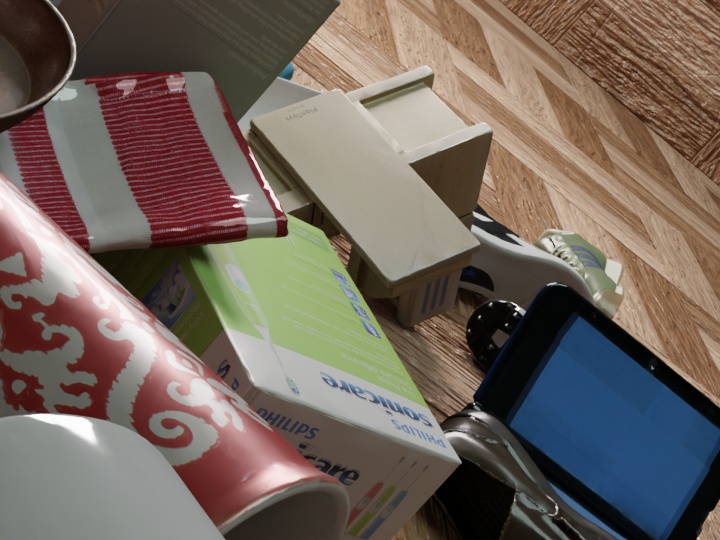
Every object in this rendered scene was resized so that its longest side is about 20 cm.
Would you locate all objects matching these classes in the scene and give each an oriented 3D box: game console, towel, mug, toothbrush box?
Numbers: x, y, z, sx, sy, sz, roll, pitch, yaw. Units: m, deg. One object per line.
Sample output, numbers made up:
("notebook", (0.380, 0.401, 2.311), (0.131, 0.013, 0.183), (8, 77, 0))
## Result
("game console", (0.170, 0.132, 1.181), (0.200, 0.118, 0.171), (37, 17, -16))
("towel", (-0.150, -0.054, 0.895), (0.200, 0.023, 0.144), (-5, 38, -20))
("mug", (-0.124, 0.076, 0.699), (0.133, 0.178, 0.200), (-29, 63, -35))
("toothbrush box", (-0.059, 0.043, 0.931), (0.146, 0.086, 0.200), (25, 22, -41))

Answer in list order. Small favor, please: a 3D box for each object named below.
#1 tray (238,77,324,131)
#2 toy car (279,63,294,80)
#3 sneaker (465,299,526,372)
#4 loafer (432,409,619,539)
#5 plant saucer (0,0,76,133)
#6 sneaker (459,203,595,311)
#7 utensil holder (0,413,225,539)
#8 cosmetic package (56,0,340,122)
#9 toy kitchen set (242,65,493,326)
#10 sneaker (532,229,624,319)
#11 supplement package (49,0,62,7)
("tray", (-0.069, -0.089, 1.294), (0.200, 0.022, 0.108), (11, 72, -61))
("toy car", (-0.102, -0.242, 1.353), (0.184, 0.200, 0.177), (43, 16, 4))
("sneaker", (0.169, 0.099, 1.355), (0.200, 0.066, 0.090), (47, 19, 24))
("loafer", (0.095, 0.165, 1.031), (0.200, 0.073, 0.071), (45, 25, 26))
("plant saucer", (-0.242, -0.113, 0.887), (0.200, 0.035, 0.200), (14, 31, -9))
("sneaker", (0.111, -0.020, 1.510), (0.200, 0.073, 0.112), (29, 22, -35))
("utensil holder", (-0.071, 0.160, 0.465), (0.170, 0.170, 0.200), (20, 25, -53))
("cosmetic package", (-0.117, -0.122, 1.020), (0.107, 0.200, 0.090), (36, 19, -30))
("toy kitchen set", (0.000, 0.000, 1.209), (0.200, 0.181, 0.163), (-22, 53, -28))
("sneaker", (0.189, 0.010, 1.648), (0.090, 0.067, 0.200), (34, 16, 0))
("supplement package", (-0.189, -0.178, 1.151), (0.200, 0.111, 0.156), (30, 20, -38))
